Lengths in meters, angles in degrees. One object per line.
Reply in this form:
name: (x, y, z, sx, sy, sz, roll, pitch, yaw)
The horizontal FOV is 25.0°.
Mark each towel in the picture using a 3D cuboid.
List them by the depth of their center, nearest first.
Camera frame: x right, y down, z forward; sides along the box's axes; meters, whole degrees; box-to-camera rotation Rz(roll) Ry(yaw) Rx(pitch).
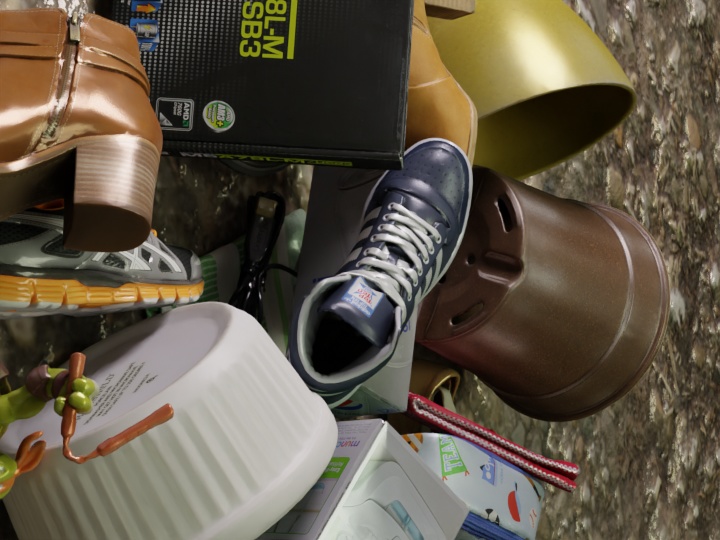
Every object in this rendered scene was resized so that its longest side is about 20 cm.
towel: (-0.080, 0.054, 1.169, 0.200, 0.023, 0.153, -29, 114, -55)
towel: (0.072, 0.116, 1.228, 0.144, 0.200, 0.023, 27, 85, -13)

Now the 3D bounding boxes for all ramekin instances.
ramekin: (-0.121, 0.098, 0.943, 0.202, 0.202, 0.094, -48, 117, -48)

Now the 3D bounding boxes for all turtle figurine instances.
turtle figurine: (-0.207, 0.053, 0.845, 0.064, 0.200, 0.162, -58, 127, -80)

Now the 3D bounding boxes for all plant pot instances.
plant pot: (0.112, -0.169, 1.360, 0.200, 0.200, 0.142, 9, 58, -59)
plant pot: (0.125, 0.011, 1.367, 0.198, 0.200, 0.201, 23, 70, -48)

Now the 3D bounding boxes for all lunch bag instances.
lunch bag: (0.019, 0.170, 1.165, 0.160, 0.200, 0.076, 29, 59, -41)

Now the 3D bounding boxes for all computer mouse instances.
computer mouse: (-0.031, 0.021, 1.198, 0.200, 0.044, 0.110, 31, 57, -49)

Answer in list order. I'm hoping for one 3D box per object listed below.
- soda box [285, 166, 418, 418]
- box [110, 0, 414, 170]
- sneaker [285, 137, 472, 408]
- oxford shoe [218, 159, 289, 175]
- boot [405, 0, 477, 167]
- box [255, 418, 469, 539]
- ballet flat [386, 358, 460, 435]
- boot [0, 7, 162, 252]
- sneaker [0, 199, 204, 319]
soda box: (0.000, 0.000, 1.148, 0.063, 0.068, 0.200, 34, 56, -47)
box: (-0.061, -0.169, 1.044, 0.048, 0.193, 0.200, 55, 40, -82)
sneaker: (0.016, -0.003, 1.028, 0.200, 0.070, 0.109, -60, 178, -9)
oxford shoe: (-0.048, -0.133, 1.150, 0.073, 0.084, 0.200, 40, 39, -1)
boot: (0.004, -0.131, 1.110, 0.144, 0.071, 0.202, 6, 81, -22)
box: (-0.063, 0.189, 0.993, 0.097, 0.200, 0.177, 47, 56, -26)
ballet flat: (0.048, 0.172, 1.342, 0.069, 0.063, 0.200, 18, 75, -60)
boot: (-0.209, -0.092, 0.905, 0.200, 0.074, 0.155, 14, 48, -26)
sneaker: (-0.163, -0.012, 0.983, 0.200, 0.078, 0.077, 3, 78, -60)
